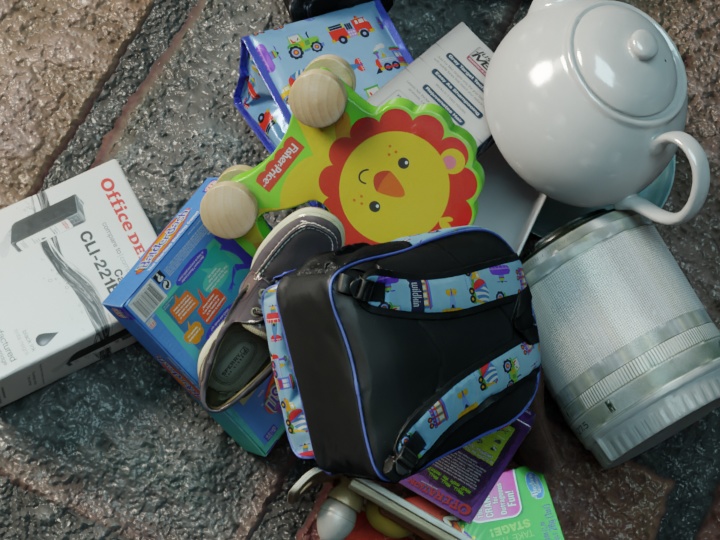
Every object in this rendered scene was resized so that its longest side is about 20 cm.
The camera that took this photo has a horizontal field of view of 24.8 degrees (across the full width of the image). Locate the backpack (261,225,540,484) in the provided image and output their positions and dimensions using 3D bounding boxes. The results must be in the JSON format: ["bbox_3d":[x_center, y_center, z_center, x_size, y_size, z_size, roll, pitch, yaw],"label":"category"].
[{"bbox_3d":[0.042,0.057,1.294,0.199,0.134,0.184,-20,98,-36],"label":"backpack"}]

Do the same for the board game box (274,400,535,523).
[{"bbox_3d":[0.036,0.121,1.407,0.199,0.121,0.032,30,27,2],"label":"board game box"}]

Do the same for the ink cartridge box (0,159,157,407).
[{"bbox_3d":[-0.274,0.012,1.472,0.199,0.084,0.145,-26,76,-17],"label":"ink cartridge box"}]

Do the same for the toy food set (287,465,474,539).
[{"bbox_3d":[0.031,0.229,1.358,0.199,0.144,0.061,30,78,4],"label":"toy food set"}]

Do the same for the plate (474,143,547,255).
[{"bbox_3d":[0.102,-0.088,1.539,0.199,0.032,0.201,14,65,36],"label":"plate"}]

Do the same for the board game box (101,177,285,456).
[{"bbox_3d":[-0.110,0.041,1.450,0.152,0.045,0.200,-51,117,-20],"label":"board game box"}]

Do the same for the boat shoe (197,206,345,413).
[{"bbox_3d":[-0.075,0.039,1.349,0.072,0.200,0.065,29,26,-16],"label":"boat shoe"}]

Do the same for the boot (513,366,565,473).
[{"bbox_3d":[0.100,0.093,1.483,0.072,0.200,0.168,-28,112,-22],"label":"boot"}]

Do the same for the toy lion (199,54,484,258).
[{"bbox_3d":[-0.005,-0.066,1.357,0.191,0.069,0.200,40,111,-5],"label":"toy lion"}]

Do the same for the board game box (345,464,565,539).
[{"bbox_3d":[0.087,0.270,1.448,0.198,0.040,0.154,-14,73,-12],"label":"board game box"}]

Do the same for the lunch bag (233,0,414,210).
[{"bbox_3d":[-0.006,-0.138,1.519,0.149,0.094,0.201,-19,59,-23],"label":"lunch bag"}]

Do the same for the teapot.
[{"bbox_3d":[0.213,-0.157,1.419,0.199,0.146,0.199,26,59,-14],"label":"teapot"}]

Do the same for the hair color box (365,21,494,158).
[{"bbox_3d":[0.056,-0.125,1.459,0.100,0.061,0.200,45,58,6],"label":"hair color box"}]

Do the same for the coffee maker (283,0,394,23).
[{"bbox_3d":[-0.059,-0.339,1.565,0.134,0.192,0.201,-35,69,21],"label":"coffee maker"}]

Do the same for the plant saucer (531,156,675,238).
[{"bbox_3d":[0.210,-0.113,1.607,0.198,0.027,0.202,2,70,-6],"label":"plant saucer"}]

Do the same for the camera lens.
[{"bbox_3d":[0.231,0.056,1.478,0.159,0.160,0.201,-26,76,-15],"label":"camera lens"}]
